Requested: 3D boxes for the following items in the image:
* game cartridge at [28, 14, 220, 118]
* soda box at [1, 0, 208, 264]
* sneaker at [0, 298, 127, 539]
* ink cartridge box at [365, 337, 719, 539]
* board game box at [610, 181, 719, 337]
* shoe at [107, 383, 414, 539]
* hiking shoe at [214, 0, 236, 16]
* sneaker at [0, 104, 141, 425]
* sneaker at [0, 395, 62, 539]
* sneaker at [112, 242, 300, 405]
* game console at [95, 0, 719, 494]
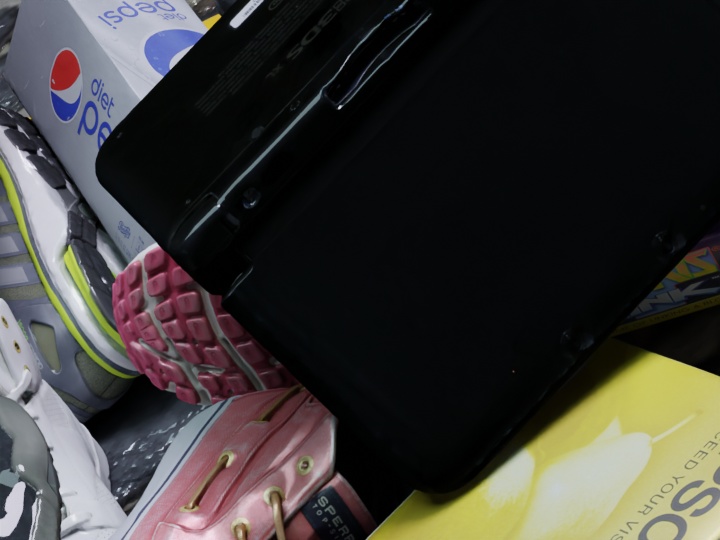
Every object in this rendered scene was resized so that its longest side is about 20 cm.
[{"bbox_3d":[-0.106,-0.054,1.363,0.176,0.032,0.200,-22,32,23],"label":"game cartridge"},{"bbox_3d":[-0.087,-0.061,1.225,0.063,0.068,0.200,-2,36,-32],"label":"soda box"},{"bbox_3d":[-0.139,0.081,1.094,0.074,0.116,0.200,-34,28,-2],"label":"sneaker"},{"bbox_3d":[0.067,0.114,0.889,0.198,0.047,0.200,-43,26,-17],"label":"ink cartridge box"},{"bbox_3d":[0.106,-0.069,1.014,0.200,0.057,0.166,-18,60,14],"label":"board game box"},{"bbox_3d":[-0.040,0.104,0.989,0.091,0.072,0.200,-25,23,33],"label":"shoe"},{"bbox_3d":[0.020,-0.160,1.122,0.200,0.101,0.076,-20,31,20],"label":"hiking shoe"},{"bbox_3d":[-0.149,-0.007,1.251,0.081,0.074,0.200,-49,42,16],"label":"sneaker"},{"bbox_3d":[-0.162,0.109,0.951,0.200,0.114,0.076,-93,25,-46],"label":"sneaker"},{"bbox_3d":[0.000,0.000,1.112,0.200,0.081,0.075,-14,16,6],"label":"sneaker"},{"bbox_3d":[0.029,-0.051,0.996,0.200,0.116,0.176,-46,28,-2],"label":"game console"}]
